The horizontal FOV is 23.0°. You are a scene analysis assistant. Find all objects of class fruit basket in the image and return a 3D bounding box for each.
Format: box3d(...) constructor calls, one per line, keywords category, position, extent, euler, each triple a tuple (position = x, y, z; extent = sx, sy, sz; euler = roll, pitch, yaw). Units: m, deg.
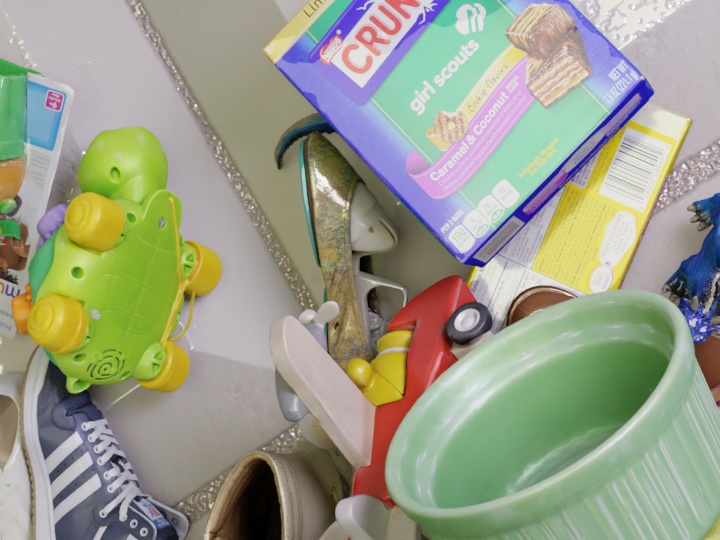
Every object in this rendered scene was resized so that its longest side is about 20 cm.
box3d(category="fruit basket", position=(-0.321, -0.071, 1.354), extent=(0.184, 0.094, 0.202), euler=(21, 98, 18))

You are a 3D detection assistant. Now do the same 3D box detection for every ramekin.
box3d(category="ramekin", position=(0.122, 0.111, 1.042), extent=(0.199, 0.200, 0.098), euler=(-27, 111, 16))

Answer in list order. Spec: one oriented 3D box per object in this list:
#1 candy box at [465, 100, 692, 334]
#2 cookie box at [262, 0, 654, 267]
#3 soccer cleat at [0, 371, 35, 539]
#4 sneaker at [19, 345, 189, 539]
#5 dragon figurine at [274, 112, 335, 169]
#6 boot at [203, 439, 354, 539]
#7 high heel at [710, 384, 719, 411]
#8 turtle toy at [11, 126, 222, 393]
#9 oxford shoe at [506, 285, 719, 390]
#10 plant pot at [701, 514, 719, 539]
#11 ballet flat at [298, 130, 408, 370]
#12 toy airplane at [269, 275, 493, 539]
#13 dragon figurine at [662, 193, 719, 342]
box3d(category="candy box", position=(0.145, -0.031, 1.229), extent=(0.102, 0.026, 0.202), euler=(25, 96, 18))
box3d(category="cookie box", position=(0.064, -0.132, 1.176), extent=(0.171, 0.075, 0.200), euler=(-45, 77, 7))
box3d(category="soccer cleat", position=(-0.270, 0.178, 1.335), extent=(0.069, 0.077, 0.202), euler=(1, 89, 18))
box3d(category="sneaker", position=(-0.188, 0.150, 1.313), extent=(0.107, 0.070, 0.202), euler=(-3, 92, 21))
box3d(category="dragon figurine", position=(0.024, -0.116, 1.255), extent=(0.200, 0.059, 0.100), euler=(-42, 76, 12))
box3d(category="boot", position=(-0.058, 0.217, 1.222), extent=(0.072, 0.155, 0.202), euler=(12, 92, 18))
box3d(category="high heel", position=(0.238, 0.080, 1.113), extent=(0.198, 0.097, 0.068), euler=(-17, 39, -9))
box3d(category="turtle toy", position=(-0.182, -0.008, 1.290), extent=(0.100, 0.145, 0.202), euler=(10, 78, 41))
box3d(category="oxford shoe", position=(0.192, 0.066, 1.176), extent=(0.198, 0.071, 0.072), euler=(16, 94, 1))
box3d(category="plant pot", position=(0.175, 0.259, 1.126), extent=(0.197, 0.200, 0.183), euler=(-22, 91, 16))
box3d(category="ballet flat", position=(0.000, 0.000, 1.247), extent=(0.070, 0.071, 0.202), euler=(-2, 102, 18))
box3d(category="toy airplane", position=(0.011, 0.114, 1.169), extent=(0.140, 0.198, 0.202), euler=(4, 101, 40))
box3d(category="dragon figurine", position=(0.247, -0.023, 1.135), extent=(0.058, 0.099, 0.201), euler=(29, 77, -5))
